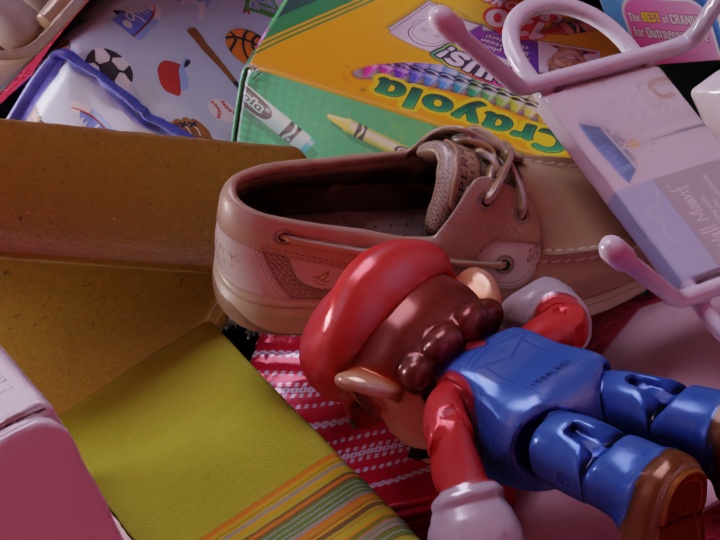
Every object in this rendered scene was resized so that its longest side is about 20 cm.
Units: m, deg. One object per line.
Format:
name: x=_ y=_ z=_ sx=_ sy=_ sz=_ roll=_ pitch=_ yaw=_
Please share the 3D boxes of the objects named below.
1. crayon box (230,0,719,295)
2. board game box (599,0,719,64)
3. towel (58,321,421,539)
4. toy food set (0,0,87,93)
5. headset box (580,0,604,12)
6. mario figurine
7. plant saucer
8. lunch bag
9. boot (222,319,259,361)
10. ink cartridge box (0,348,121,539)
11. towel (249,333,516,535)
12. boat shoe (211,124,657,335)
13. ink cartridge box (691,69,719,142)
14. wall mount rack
crayon box: x=0.055 y=-0.072 z=1.340 sx=0.200 sy=0.058 sz=0.119 roll=18 pitch=40 yaw=8
board game box: x=0.220 y=-0.142 z=1.273 sx=0.153 sy=0.040 sz=0.200 roll=-34 pitch=19 yaw=-30
towel: x=-0.052 y=0.088 z=1.180 sx=0.086 sy=0.018 sz=0.200 roll=-32 pitch=35 yaw=-11
toy food set: x=-0.152 y=-0.157 z=1.453 sx=0.200 sy=0.060 sz=0.143 roll=-51 pitch=9 yaw=-24
headset box: x=0.123 y=-0.159 z=1.502 sx=0.174 sy=0.093 sz=0.200 roll=10 pitch=4 yaw=-24
mario figurine: x=0.060 y=0.060 z=1.108 sx=0.200 sy=0.106 sz=0.123 roll=26 pitch=11 yaw=39
plant saucer: x=-0.139 y=0.025 z=1.269 sx=0.200 sy=0.200 sz=0.049 roll=5 pitch=46 yaw=-31
lunch bag: x=-0.124 y=-0.057 z=1.485 sx=0.200 sy=0.124 sz=0.170 roll=-54 pitch=1 yaw=39
boot: x=-0.029 y=-0.012 z=1.442 sx=0.182 sy=0.073 sz=0.200 roll=-33 pitch=7 yaw=21
ink cartridge box: x=-0.139 y=0.103 z=1.107 sx=0.085 sy=0.148 sz=0.200 roll=-29 pitch=18 yaw=-8
towel: x=0.012 y=0.036 z=1.227 sx=0.144 sy=0.023 sz=0.200 roll=-10 pitch=41 yaw=25
boat shoe: x=0.040 y=-0.021 z=1.190 sx=0.199 sy=0.065 sz=0.072 roll=-5 pitch=46 yaw=-10
ink cartridge box: x=0.265 y=-0.088 z=1.267 sx=0.200 sy=0.086 sz=0.147 roll=-33 pitch=19 yaw=-29
wall mount rack: x=0.112 y=-0.050 z=1.157 sx=0.173 sy=0.200 sz=0.075 roll=-17 pitch=-30 yaw=-37
